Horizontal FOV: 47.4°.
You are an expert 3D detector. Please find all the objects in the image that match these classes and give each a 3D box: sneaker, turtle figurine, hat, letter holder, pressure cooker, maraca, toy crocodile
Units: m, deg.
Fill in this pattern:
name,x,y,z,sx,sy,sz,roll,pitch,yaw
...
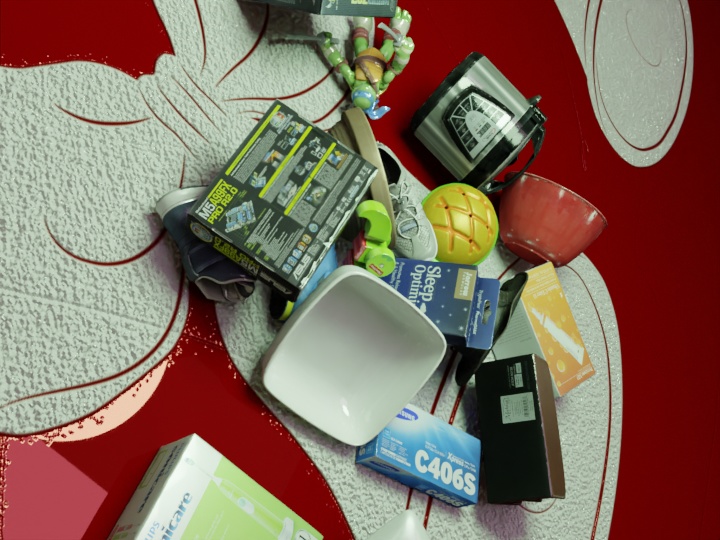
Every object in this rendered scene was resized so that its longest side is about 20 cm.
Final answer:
name,x,y,z,sx,sy,sz,roll,pitch,yaw
sneaker,-0.142,-0.042,1.034,0.199,0.077,0.148,-18,73,-36
turtle figurine,0.013,-0.363,1.278,0.200,0.142,0.197,47,39,-31
sneaker,-0.060,-0.024,1.083,0.077,0.066,0.205,14,89,-30
sneaker,0.051,-0.099,1.226,0.203,0.073,0.082,64,1,19
hat,0.169,0.069,1.232,0.080,0.202,0.202,31,49,1
letter holder,0.251,0.245,1.239,0.141,0.099,0.205,27,55,-56
pressure cooker,0.202,-0.235,1.356,0.200,0.176,0.179,45,59,-1
maraca,0.138,-0.057,1.294,0.199,0.107,0.138,-37,85,-26
toy crocodile,0.000,0.000,1.084,0.060,0.203,0.068,10,40,-15

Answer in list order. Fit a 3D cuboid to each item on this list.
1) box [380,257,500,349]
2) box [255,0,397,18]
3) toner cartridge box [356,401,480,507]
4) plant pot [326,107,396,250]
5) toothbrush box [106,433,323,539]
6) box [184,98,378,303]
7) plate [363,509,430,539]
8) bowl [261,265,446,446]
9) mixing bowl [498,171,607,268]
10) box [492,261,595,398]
name,x,y,z,sx,sy,sz,roll,pitch,yaw
box,0.095,0.043,1.161,0.033,0.195,0.123,78,23,-53
box,-0.066,-0.410,1.202,0.156,0.198,0.052,-14,120,-44
toner cartridge box,0.086,0.253,1.148,0.198,0.043,0.097,30,51,-30
plant pot,-0.019,-0.116,1.149,0.091,0.201,0.206,-16,81,-5
toothbrush box,-0.156,0.299,0.875,0.200,0.085,0.147,44,48,-20
box,-0.091,-0.087,0.989,0.158,0.044,0.202,32,62,0
plate,0.031,0.420,0.956,0.198,0.032,0.202,-32,94,-9
bowl,-0.013,0.099,1.047,0.199,0.201,0.075,37,10,-27
mixing bowl,0.315,-0.073,1.424,0.198,0.199,0.110,31,84,-29
box,0.287,0.106,1.360,0.123,0.097,0.204,-18,84,-45
